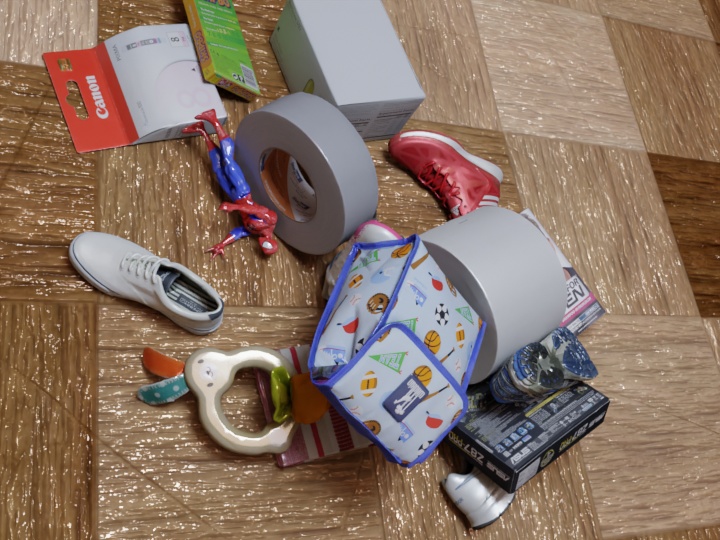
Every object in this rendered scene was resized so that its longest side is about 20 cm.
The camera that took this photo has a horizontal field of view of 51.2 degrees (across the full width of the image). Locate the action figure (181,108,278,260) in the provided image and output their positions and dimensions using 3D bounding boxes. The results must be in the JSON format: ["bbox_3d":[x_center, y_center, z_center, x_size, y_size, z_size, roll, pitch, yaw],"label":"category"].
[{"bbox_3d":[-0.180,-0.097,0.971,0.099,0.065,0.201,-37,97,-38],"label":"action figure"}]

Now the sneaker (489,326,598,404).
[{"bbox_3d":[0.229,0.127,0.962,0.199,0.085,0.077,0,57,-48],"label":"sneaker"}]

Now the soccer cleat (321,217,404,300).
[{"bbox_3d":[0.000,0.000,0.946,0.070,0.200,0.087,34,72,-5],"label":"soccer cleat"}]

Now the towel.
[{"bbox_3d":[-0.030,0.159,0.956,0.199,0.023,0.145,-7,69,-29],"label":"towel"}]

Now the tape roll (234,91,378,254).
[{"bbox_3d":[-0.072,-0.122,0.967,0.066,0.200,0.201,-36,84,-34],"label":"tape roll"}]

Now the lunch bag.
[{"bbox_3d":[0.041,0.090,0.824,0.170,0.123,0.201,49,50,-30],"label":"lunch bag"}]

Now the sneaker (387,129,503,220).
[{"bbox_3d":[0.131,-0.133,1.144,0.199,0.078,0.116,17,58,-16],"label":"sneaker"}]

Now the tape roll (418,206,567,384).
[{"bbox_3d":[0.152,0.031,0.997,0.139,0.203,0.203,-24,78,-32],"label":"tape roll"}]

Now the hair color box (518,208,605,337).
[{"bbox_3d":[0.271,0.015,1.147,0.100,0.061,0.200,-31,81,-34],"label":"hair color box"}]

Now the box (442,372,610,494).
[{"bbox_3d":[0.202,0.183,0.988,0.199,0.049,0.161,-25,44,-35],"label":"box"}]

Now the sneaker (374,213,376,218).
[{"bbox_3d":[-0.047,-0.146,1.070,0.075,0.115,0.201,-29,115,-16],"label":"sneaker"}]

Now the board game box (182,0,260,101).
[{"bbox_3d":[-0.208,-0.347,1.090,0.095,0.030,0.201,13,56,-56],"label":"board game box"}]

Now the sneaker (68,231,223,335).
[{"bbox_3d":[-0.249,0.005,0.897,0.199,0.071,0.073,28,57,-11],"label":"sneaker"}]

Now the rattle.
[{"bbox_3d":[-0.148,0.131,0.831,0.199,0.143,0.131,28,86,-11],"label":"rattle"}]

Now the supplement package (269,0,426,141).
[{"bbox_3d":[-0.023,-0.306,1.135,0.155,0.111,0.201,-13,71,-30],"label":"supplement package"}]

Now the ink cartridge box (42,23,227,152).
[{"bbox_3d":[-0.301,-0.250,1.014,0.199,0.057,0.163,-14,73,-35],"label":"ink cartridge box"}]

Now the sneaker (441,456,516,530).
[{"bbox_3d":[0.186,0.242,0.990,0.087,0.075,0.200,44,54,7],"label":"sneaker"}]
